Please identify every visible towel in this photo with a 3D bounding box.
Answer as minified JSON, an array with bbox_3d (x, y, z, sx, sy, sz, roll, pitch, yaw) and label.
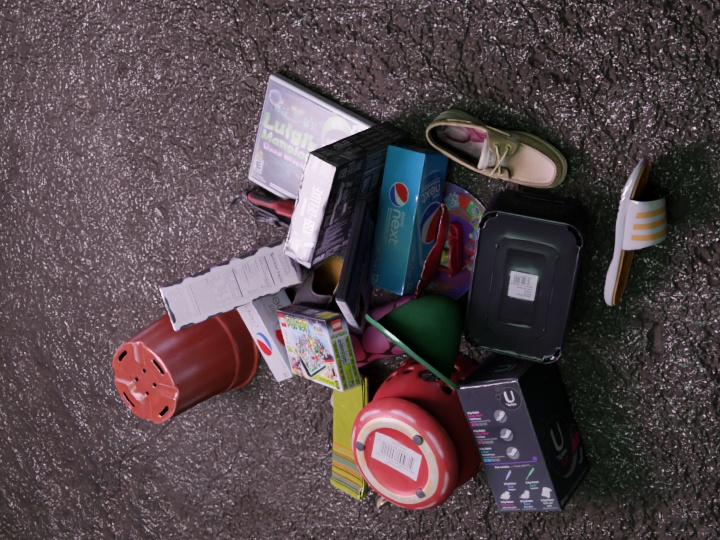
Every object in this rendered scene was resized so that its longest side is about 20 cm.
[{"bbox_3d":[-0.020,0.262,1.492,0.086,0.018,0.203,11,103,48],"label":"towel"}]

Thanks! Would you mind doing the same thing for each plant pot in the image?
[{"bbox_3d":[-0.313,0.156,1.611,0.199,0.195,0.203,13,116,29],"label":"plant pot"},{"bbox_3d":[0.095,0.245,1.383,0.198,0.182,0.203,15,119,29],"label":"plant pot"}]

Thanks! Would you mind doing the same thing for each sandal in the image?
[{"bbox_3d":[0.354,-0.043,1.158,0.059,0.079,0.209,18,127,25],"label":"sandal"}]

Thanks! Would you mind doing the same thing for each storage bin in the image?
[{"bbox_3d":[0.221,0.007,1.234,0.133,0.094,0.202,11,117,14],"label":"storage bin"}]

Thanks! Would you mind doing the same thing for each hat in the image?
[{"bbox_3d":[0.118,0.043,1.254,0.165,0.200,0.177,37,87,3],"label":"hat"}]

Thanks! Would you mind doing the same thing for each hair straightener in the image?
[{"bbox_3d":[-0.134,-0.080,1.477,0.198,0.041,0.078,15,138,31],"label":"hair straightener"}]

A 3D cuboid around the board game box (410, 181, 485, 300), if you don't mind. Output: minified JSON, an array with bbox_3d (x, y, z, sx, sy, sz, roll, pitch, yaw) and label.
[{"bbox_3d":[0.105,-0.031,1.347,0.158,0.039,0.200,50,128,6],"label":"board game box"}]

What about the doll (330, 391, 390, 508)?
[{"bbox_3d":[0.009,0.281,1.514,0.201,0.048,0.137,62,157,22],"label":"doll"}]

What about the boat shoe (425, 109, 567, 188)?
[{"bbox_3d":[0.176,-0.155,1.232,0.198,0.066,0.075,23,121,25],"label":"boat shoe"}]

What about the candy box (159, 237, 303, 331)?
[{"bbox_3d":[-0.190,0.018,1.411,0.198,0.168,0.072,-22,93,-2],"label":"candy box"}]

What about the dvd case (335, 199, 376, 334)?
[{"bbox_3d":[0.000,0.000,1.309,0.017,0.200,0.145,9,75,10],"label":"dvd case"}]

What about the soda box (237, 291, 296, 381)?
[{"bbox_3d":[-0.150,0.080,1.541,0.202,0.068,0.064,61,148,-2],"label":"soda box"}]

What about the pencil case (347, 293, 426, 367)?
[{"bbox_3d":[0.036,0.101,1.423,0.199,0.093,0.092,-19,73,41],"label":"pencil case"}]

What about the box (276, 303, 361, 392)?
[{"bbox_3d":[-0.066,0.114,1.412,0.199,0.034,0.112,4,110,65],"label":"box"}]

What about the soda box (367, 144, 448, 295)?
[{"bbox_3d":[0.067,-0.072,1.305,0.067,0.064,0.203,19,108,36],"label":"soda box"}]

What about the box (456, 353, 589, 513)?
[{"bbox_3d":[0.234,0.226,1.316,0.105,0.122,0.202,-13,102,37],"label":"box"}]

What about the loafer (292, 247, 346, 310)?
[{"bbox_3d":[-0.060,0.017,1.460,0.073,0.072,0.201,44,128,9],"label":"loafer"}]

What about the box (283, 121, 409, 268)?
[{"bbox_3d":[-0.017,-0.110,1.297,0.049,0.199,0.159,29,124,21],"label":"box"}]

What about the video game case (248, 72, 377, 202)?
[{"bbox_3d":[-0.077,-0.180,1.421,0.199,0.023,0.184,30,123,21],"label":"video game case"}]
